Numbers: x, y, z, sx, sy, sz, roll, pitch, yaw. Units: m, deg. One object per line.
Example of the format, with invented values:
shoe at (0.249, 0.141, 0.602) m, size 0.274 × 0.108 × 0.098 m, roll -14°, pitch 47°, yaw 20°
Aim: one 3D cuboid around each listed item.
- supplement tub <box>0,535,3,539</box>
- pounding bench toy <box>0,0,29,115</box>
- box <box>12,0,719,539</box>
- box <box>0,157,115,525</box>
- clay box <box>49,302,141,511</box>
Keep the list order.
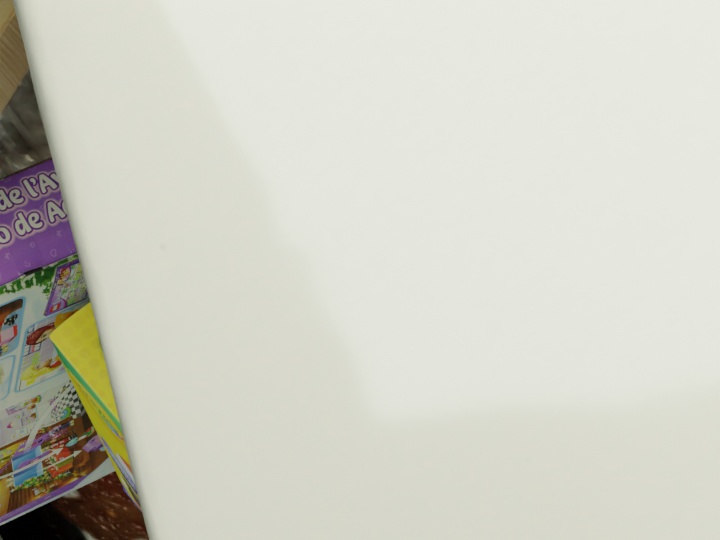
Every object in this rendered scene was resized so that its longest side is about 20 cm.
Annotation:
supplement tub at (-0.206, 0.165, 1.231) m, size 0.145 × 0.145 × 0.200 m, roll 11°, pitch 145°, yaw 24°
pounding bench toy at (-0.211, -0.086, 0.893) m, size 0.156 × 0.124 × 0.200 m, roll 42°, pitch 145°, yaw -23°
box at (0.060, -0.025, 0.614) m, size 0.200 × 0.171 × 0.199 m, roll 4°, pitch 125°, yaw 21°
box at (-0.130, 0.035, 1.002) m, size 0.039 × 0.137 × 0.200 m, roll 56°, pitch 154°, yaw 20°
clay box at (-0.045, 0.073, 0.989) m, size 0.115 × 0.048 × 0.200 m, roll 48°, pitch 170°, yaw 19°
